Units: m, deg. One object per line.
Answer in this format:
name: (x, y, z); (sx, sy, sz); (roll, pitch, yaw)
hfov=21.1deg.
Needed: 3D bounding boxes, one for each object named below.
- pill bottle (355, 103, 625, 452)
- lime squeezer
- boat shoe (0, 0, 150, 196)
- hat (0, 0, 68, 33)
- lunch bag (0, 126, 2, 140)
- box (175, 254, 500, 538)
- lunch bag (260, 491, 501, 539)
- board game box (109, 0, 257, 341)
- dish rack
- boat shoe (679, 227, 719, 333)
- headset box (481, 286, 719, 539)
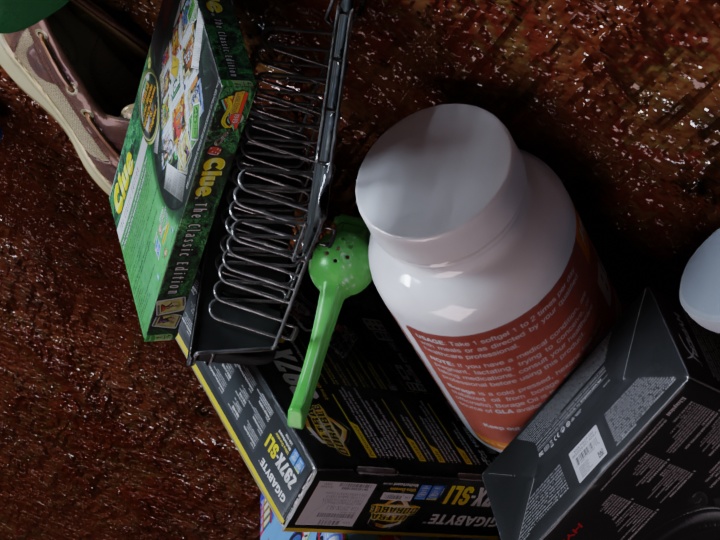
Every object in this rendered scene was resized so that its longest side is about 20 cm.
pill bottle: (0.072, 0.006, 1.024); (0.111, 0.113, 0.200); (13, 152, 32)
lime squeezer: (0.000, 0.000, 1.055); (0.037, 0.200, 0.071); (-3, 119, 20)
boat shoe: (-0.126, -0.092, 1.102); (0.072, 0.072, 0.200); (-2, 136, 52)
hat: (-0.193, -0.138, 0.937); (0.165, 0.177, 0.200); (13, 152, 32)
lunch bag: (-0.331, -0.074, 1.280); (0.199, 0.137, 0.132); (1, 146, 44)
box: (-0.014, 0.065, 1.109); (0.159, 0.050, 0.200); (6, -144, -38)
lunch bag: (0.046, 0.185, 1.135); (0.199, 0.151, 0.094); (26, 117, -17)
board game box: (-0.096, -0.064, 1.013); (0.023, 0.105, 0.201); (-4, 143, -23)
dish rack: (-0.043, -0.049, 0.986); (0.054, 0.155, 0.200); (9, 154, -9)
boat shoe: (0.244, 0.005, 0.894); (0.086, 0.075, 0.201); (37, 146, -27)
headset box: (0.190, 0.115, 1.027); (0.199, 0.078, 0.149); (22, 121, -28)
